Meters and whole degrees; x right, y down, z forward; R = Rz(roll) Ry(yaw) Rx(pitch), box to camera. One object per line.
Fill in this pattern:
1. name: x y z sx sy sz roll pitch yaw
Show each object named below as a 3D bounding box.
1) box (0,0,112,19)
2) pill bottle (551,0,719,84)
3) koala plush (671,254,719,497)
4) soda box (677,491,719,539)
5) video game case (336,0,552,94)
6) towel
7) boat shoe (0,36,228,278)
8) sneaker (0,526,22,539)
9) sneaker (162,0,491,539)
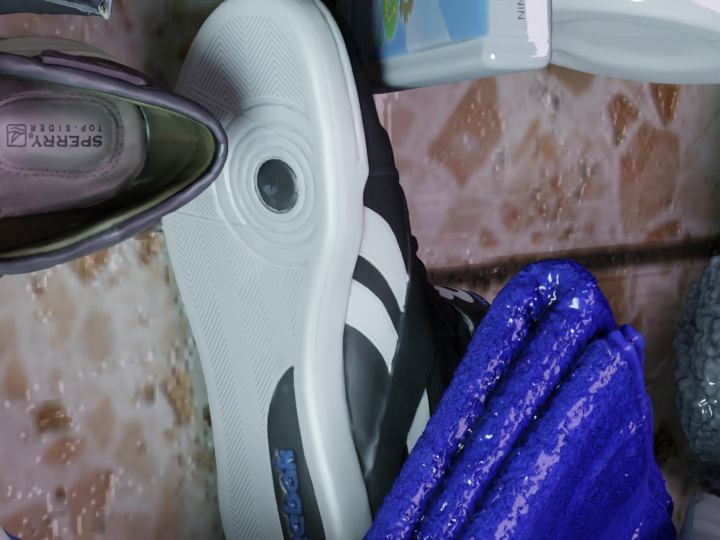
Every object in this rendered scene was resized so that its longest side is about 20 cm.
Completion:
1. box: -0.182 -0.089 0.516 0.199 0.198 0.050 9 86 -48
2. pill bottle: 0.108 -0.174 0.906 0.113 0.113 0.201 16 80 -48
3. koala plush: 0.208 -0.008 0.995 0.184 0.176 0.201 85 13 -74
4. soda box: 0.117 0.185 0.908 0.068 0.063 0.201 -63 168 -73
5. video game case: 0.020 -0.146 0.763 0.022 0.200 0.183 -1 92 -12
6. towel: 0.055 0.096 0.838 0.148 0.049 0.200 -62 159 -15
7. boat shoe: -0.118 -0.027 0.692 0.199 0.065 0.072 -11 102 -47
8. sneaker: -0.156 0.109 0.656 0.116 0.080 0.200 60 44 -27
9. sneaker: 0.000 0.000 0.831 0.112 0.073 0.201 -24 118 -49
